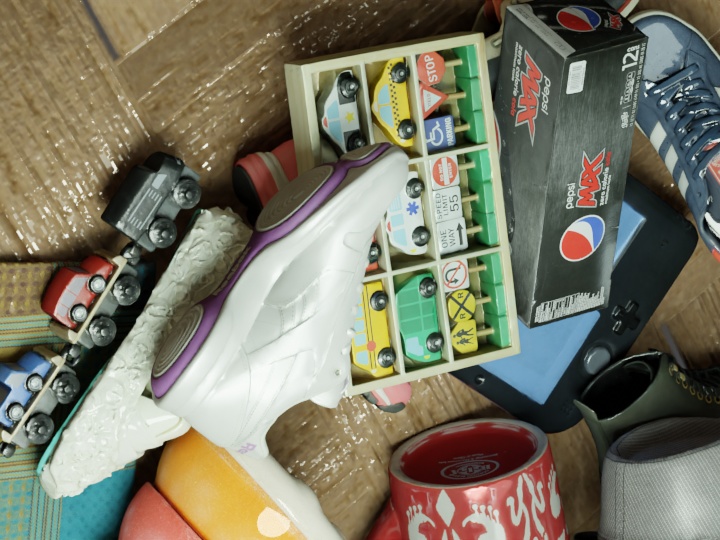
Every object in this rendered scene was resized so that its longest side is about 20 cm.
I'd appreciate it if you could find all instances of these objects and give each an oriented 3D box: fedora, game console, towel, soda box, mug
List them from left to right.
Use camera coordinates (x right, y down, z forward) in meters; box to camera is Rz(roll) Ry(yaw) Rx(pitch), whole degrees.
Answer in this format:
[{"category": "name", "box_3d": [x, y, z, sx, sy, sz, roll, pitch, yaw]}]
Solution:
[{"category": "towel", "box_3d": [-0.196, 0.091, 1.382, 0.146, 0.022, 0.202, 0, 103, -34]}, {"category": "mug", "box_3d": [0.069, 0.217, 1.530, 0.176, 0.133, 0.202, -20, 112, -28]}, {"category": "game console", "box_3d": [0.119, 0.002, 1.536, 0.199, 0.031, 0.177, 34, 95, -37]}, {"category": "soda box", "box_3d": [0.121, -0.067, 1.428, 0.063, 0.071, 0.201, -16, 130, -26]}, {"category": "fedora", "box_3d": [0.232, 0.144, 1.526, 0.198, 0.177, 0.091, -6, 94, -25]}]

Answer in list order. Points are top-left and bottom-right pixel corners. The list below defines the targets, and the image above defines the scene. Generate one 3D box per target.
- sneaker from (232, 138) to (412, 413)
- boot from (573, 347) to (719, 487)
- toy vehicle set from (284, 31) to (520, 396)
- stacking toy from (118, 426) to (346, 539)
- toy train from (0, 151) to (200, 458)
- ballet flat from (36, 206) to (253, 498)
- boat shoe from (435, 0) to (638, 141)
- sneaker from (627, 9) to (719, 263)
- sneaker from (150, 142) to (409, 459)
[{"category": "sneaker", "box_3d": [0.000, 0.000, 1.435, 0.086, 0.074, 0.201, -32, 118, -10]}, {"category": "boot", "box_3d": [0.240, 0.080, 1.608, 0.200, 0.077, 0.139, -42, 137, -16]}, {"category": "toy vehicle set", "box_3d": [0.027, -0.035, 1.399, 0.123, 0.026, 0.202, -14, 103, -25]}, {"category": "stacking toy", "box_3d": [-0.115, 0.188, 1.395, 0.200, 0.146, 0.146, -43, 123, -9]}, {"category": "toy train", "box_3d": [-0.160, 0.018, 1.352, 0.046, 0.034, 0.201, 36, 82, -31]}, {"category": "ballet flat", "box_3d": [-0.115, 0.055, 1.362, 0.072, 0.072, 0.201, 36, 81, -35]}, {"category": "boat shoe", "box_3d": [0.092, -0.143, 1.466, 0.199, 0.071, 0.063, -36, 96, -14]}, {"category": "sneaker", "box_3d": [0.234, -0.081, 1.540, 0.075, 0.085, 0.201, -32, 105, 6]}, {"category": "sneaker", "box_3d": [-0.031, 0.017, 1.332, 0.099, 0.075, 0.200, 39, 90, -19]}]
